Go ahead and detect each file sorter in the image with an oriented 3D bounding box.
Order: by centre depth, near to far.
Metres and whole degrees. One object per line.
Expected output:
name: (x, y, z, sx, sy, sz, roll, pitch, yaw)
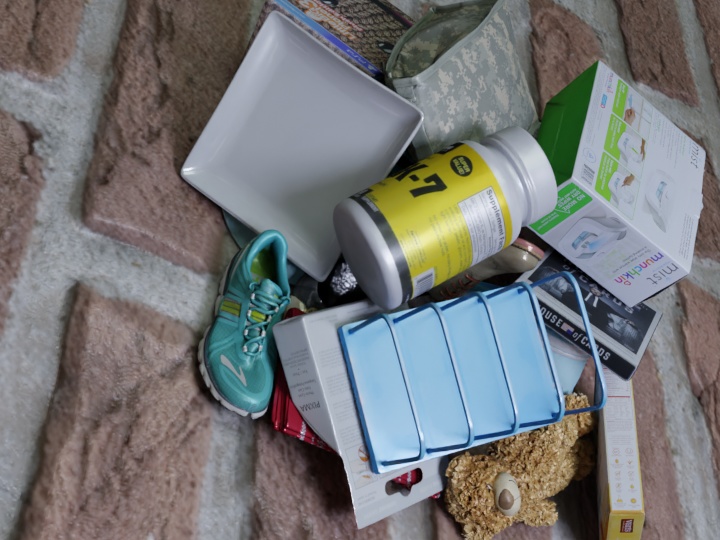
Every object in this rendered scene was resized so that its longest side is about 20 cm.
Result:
file sorter: (0.105, 0.089, 1.056, 0.198, 0.123, 0.140, -12, 83, -21)

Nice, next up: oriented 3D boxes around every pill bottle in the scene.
pill bottle: (0.083, -0.055, 1.122, 0.199, 0.114, 0.115, -28, 74, -16)

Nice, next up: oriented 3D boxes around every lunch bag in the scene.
lunch bag: (0.096, -0.173, 1.239, 0.200, 0.117, 0.165, -52, 130, -45)

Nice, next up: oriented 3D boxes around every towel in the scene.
towel: (0.000, 0.132, 1.151, 0.199, 0.022, 0.146, 29, 44, -28)

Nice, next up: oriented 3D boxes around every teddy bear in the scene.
teddy bear: (0.176, 0.200, 1.177, 0.199, 0.147, 0.067, -2, 22, -42)

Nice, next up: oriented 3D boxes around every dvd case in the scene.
dvd case: (0.245, 0.038, 1.247, 0.150, 0.025, 0.200, 35, 24, 10)

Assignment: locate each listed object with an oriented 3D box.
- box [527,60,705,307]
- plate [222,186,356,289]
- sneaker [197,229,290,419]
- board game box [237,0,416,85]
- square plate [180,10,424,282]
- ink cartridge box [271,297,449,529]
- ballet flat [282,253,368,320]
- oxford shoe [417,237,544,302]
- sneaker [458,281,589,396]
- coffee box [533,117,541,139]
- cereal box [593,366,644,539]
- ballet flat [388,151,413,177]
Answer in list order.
box: (0.281, -0.097, 1.276, 0.176, 0.097, 0.201, 35, 47, -17)
plate: (-0.051, -0.076, 1.248, 0.198, 0.026, 0.202, 7, 64, -15)
sneaker: (-0.105, 0.046, 1.115, 0.077, 0.080, 0.202, 19, 49, -23)
board game box: (-0.012, -0.243, 1.344, 0.159, 0.097, 0.200, 38, 33, 16)
square plate: (-0.060, -0.126, 1.178, 0.197, 0.201, 0.028, 36, 14, 14)
ink cartridge box: (0.007, 0.131, 1.122, 0.159, 0.047, 0.202, -11, 86, -51)
ballet flat: (0.000, 0.000, 1.198, 0.199, 0.057, 0.067, -39, 107, -18)
oxford shoe: (0.111, 0.003, 1.231, 0.070, 0.199, 0.075, 30, 69, -33)
sneaker: (0.153, 0.094, 1.274, 0.199, 0.132, 0.079, 28, 19, 39)
coffee box: (0.163, -0.091, 1.389, 0.080, 0.113, 0.200, 46, 43, 3)
cereal box: (0.270, 0.203, 1.229, 0.039, 0.145, 0.201, -1, 49, 7)
ballet flat: (0.044, -0.110, 1.344, 0.070, 0.065, 0.200, 41, 64, 4)
